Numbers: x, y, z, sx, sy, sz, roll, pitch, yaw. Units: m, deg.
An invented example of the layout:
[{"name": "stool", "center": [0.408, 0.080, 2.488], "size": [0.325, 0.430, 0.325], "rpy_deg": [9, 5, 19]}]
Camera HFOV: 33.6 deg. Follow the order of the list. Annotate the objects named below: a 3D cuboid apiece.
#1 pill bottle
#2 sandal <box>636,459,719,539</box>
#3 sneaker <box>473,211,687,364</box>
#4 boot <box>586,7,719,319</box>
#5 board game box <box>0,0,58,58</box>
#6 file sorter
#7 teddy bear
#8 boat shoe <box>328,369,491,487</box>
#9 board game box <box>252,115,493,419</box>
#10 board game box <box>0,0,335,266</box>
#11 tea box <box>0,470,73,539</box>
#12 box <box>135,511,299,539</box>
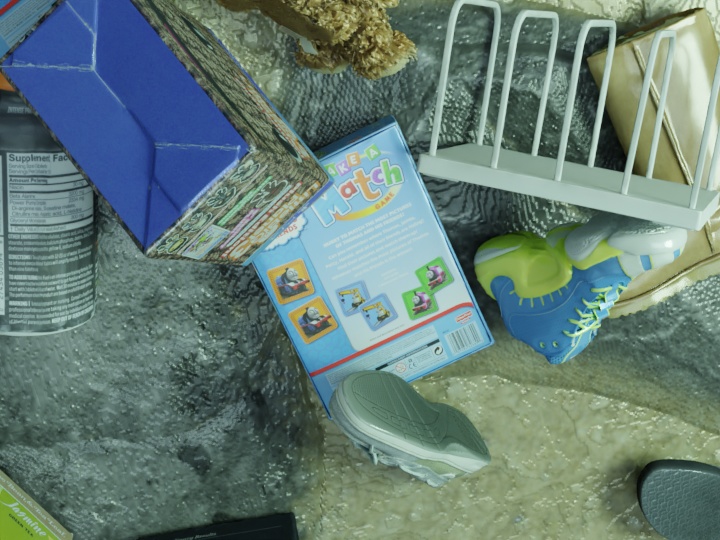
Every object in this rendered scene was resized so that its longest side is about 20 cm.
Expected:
[{"name": "pill bottle", "center": [-0.248, -0.062, 0.886], "size": [0.105, 0.106, 0.203], "rpy_deg": [3, 107, -6]}, {"name": "sandal", "center": [0.326, 0.209, 1.064], "size": [0.198, 0.043, 0.077], "rpy_deg": [17, 113, -20]}, {"name": "sneaker", "center": [0.176, 0.014, 0.913], "size": [0.075, 0.199, 0.106], "rpy_deg": [-25, 101, -33]}, {"name": "boot", "center": [0.221, -0.082, 0.949], "size": [0.173, 0.066, 0.202], "rpy_deg": [-24, 106, -1]}, {"name": "board game box", "center": [-0.231, -0.248, 0.816], "size": [0.151, 0.037, 0.201], "rpy_deg": [-37, 84, -1]}, {"name": "file sorter", "center": [0.162, -0.116, 0.852], "size": [0.198, 0.139, 0.126], "rpy_deg": [14, 104, 19]}, {"name": "teddy bear", "center": [-0.035, -0.200, 0.837], "size": [0.199, 0.144, 0.067], "rpy_deg": [33, 73, -36]}, {"name": "boat shoe", "center": [0.034, 0.135, 0.955], "size": [0.065, 0.075, 0.201], "rpy_deg": [-40, 148, 16]}, {"name": "board game box", "center": [0.000, 0.000, 0.956], "size": [0.150, 0.037, 0.202], "rpy_deg": [-25, 109, 3]}, {"name": "board game box", "center": [-0.122, -0.096, 0.812], "size": [0.097, 0.200, 0.160], "rpy_deg": [-41, 81, 9]}, {"name": "tea box", "center": [-0.353, 0.275, 0.936], "size": [0.200, 0.197, 0.134], "rpy_deg": [-42, 106, 9]}, {"name": "box", "center": [-0.112, 0.299, 0.964], "size": [0.146, 0.200, 0.106], "rpy_deg": [-9, 109, -1]}]
